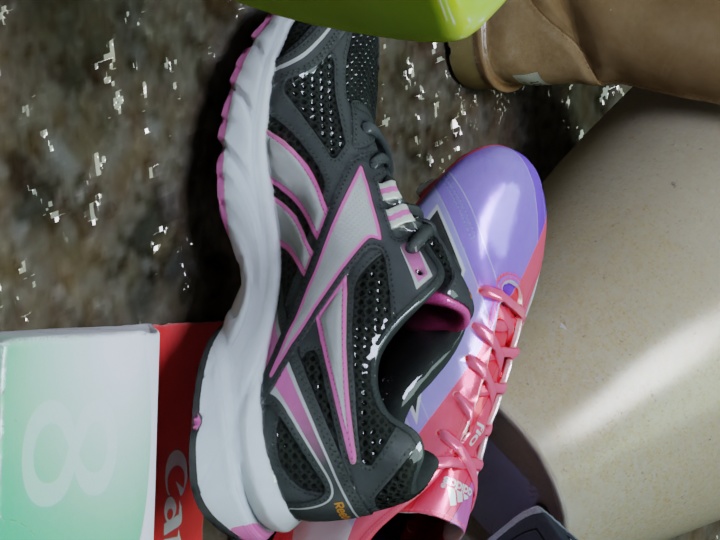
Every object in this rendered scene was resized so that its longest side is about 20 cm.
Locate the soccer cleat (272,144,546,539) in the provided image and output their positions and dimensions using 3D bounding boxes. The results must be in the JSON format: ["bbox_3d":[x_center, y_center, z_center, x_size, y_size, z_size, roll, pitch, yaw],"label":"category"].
[{"bbox_3d":[0.027,0.053,0.979,0.067,0.076,0.200,26,89,-38],"label":"soccer cleat"}]

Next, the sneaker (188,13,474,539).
[{"bbox_3d":[0.000,0.000,0.946,0.080,0.086,0.201,50,40,-62],"label":"sneaker"}]

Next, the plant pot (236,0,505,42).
[{"bbox_3d":[-0.030,-0.200,0.812,0.200,0.181,0.199,-55,137,-41],"label":"plant pot"}]

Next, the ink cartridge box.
[{"bbox_3d":[-0.076,0.098,0.894,0.200,0.050,0.162,-1,94,-57],"label":"ink cartridge box"}]

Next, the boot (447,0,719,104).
[{"bbox_3d":[0.136,-0.147,1.070,0.066,0.199,0.176,-9,101,-58],"label":"boot"}]

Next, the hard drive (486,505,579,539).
[{"bbox_3d":[0.063,0.180,1.067,0.139,0.033,0.200,-40,142,5],"label":"hard drive"}]

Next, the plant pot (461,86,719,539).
[{"bbox_3d":[0.115,0.034,1.100,0.200,0.187,0.188,-35,124,-33],"label":"plant pot"}]
